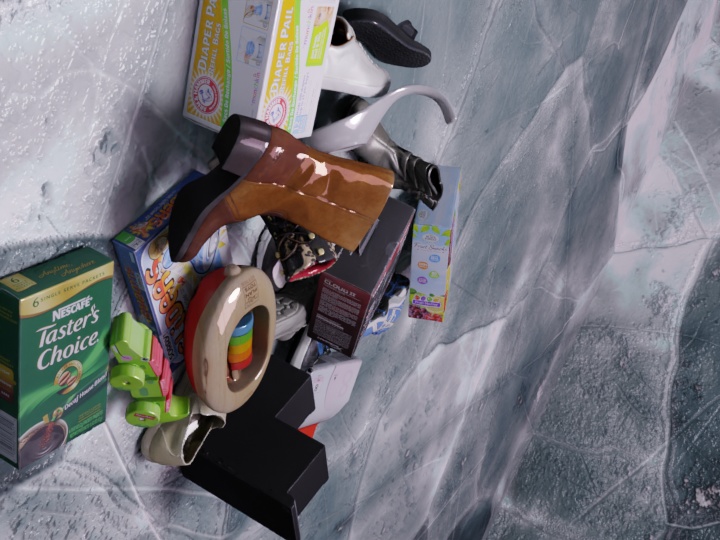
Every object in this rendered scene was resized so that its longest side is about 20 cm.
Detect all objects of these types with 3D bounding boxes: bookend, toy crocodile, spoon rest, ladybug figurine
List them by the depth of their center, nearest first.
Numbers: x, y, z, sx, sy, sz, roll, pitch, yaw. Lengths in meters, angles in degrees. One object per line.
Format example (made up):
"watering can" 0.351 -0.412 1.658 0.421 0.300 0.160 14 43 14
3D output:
"toy crocodile" -0.237 0.115 1.066 0.201 0.061 0.068 86 2 -51
"ladybug figurine" -0.157 0.074 1.123 0.136 0.071 0.202 -36 143 -49
"spoon rest" 0.020 -0.196 1.231 0.099 0.198 0.061 -177 -107 -84
"bookend" -0.109 0.221 1.279 0.200 0.197 0.093 -48 150 -35

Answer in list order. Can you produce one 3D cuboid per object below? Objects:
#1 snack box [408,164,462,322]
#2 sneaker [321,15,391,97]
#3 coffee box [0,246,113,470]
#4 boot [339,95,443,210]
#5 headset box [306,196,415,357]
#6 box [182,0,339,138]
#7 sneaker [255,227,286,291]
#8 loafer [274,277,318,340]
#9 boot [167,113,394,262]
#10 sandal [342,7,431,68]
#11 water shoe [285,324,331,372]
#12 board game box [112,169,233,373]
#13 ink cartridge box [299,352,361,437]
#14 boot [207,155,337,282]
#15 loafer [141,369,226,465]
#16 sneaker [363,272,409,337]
"snack box" 0.124 -0.046 1.594 0.169 0.067 0.201 -74 170 -49
"sneaker" -0.013 -0.266 1.195 0.199 0.072 0.085 -9 122 -59
"coffee box" -0.307 0.087 0.959 0.123 0.044 0.202 -28 135 -53
"boot" 0.052 -0.163 1.342 0.068 0.130 0.200 -59 154 -13
"headset box" 0.000 0.000 1.277 0.201 0.077 0.150 104 12 -59
"box" -0.101 -0.244 1.007 0.112 0.101 0.202 -23 131 -55
"sneaker" -0.066 -0.059 1.265 0.201 0.080 0.074 -60 156 -9
"loafer" -0.105 0.065 1.287 0.200 0.069 0.070 -32 137 -62
"boot" -0.087 -0.061 1.017 0.199 0.069 0.189 17 115 -35
"sandal" 0.043 -0.315 1.270 0.200 0.075 0.049 18 78 -65
"water shoe" -0.047 0.092 1.405 0.202 0.078 0.071 -65 -171 -3
"board game box" -0.204 0.004 1.099 0.135 0.034 0.201 -48 149 -34
"ink cartridge box" -0.080 0.232 1.522 0.162 0.057 0.202 -3 110 -62
"boot" -0.094 -0.068 1.094 0.073 0.152 0.200 -26 173 9
"loafer" -0.195 0.164 1.214 0.201 0.068 0.076 -59 154 -16
"sneaker" 0.019 0.076 1.546 0.200 0.075 0.078 -33 135 -48
